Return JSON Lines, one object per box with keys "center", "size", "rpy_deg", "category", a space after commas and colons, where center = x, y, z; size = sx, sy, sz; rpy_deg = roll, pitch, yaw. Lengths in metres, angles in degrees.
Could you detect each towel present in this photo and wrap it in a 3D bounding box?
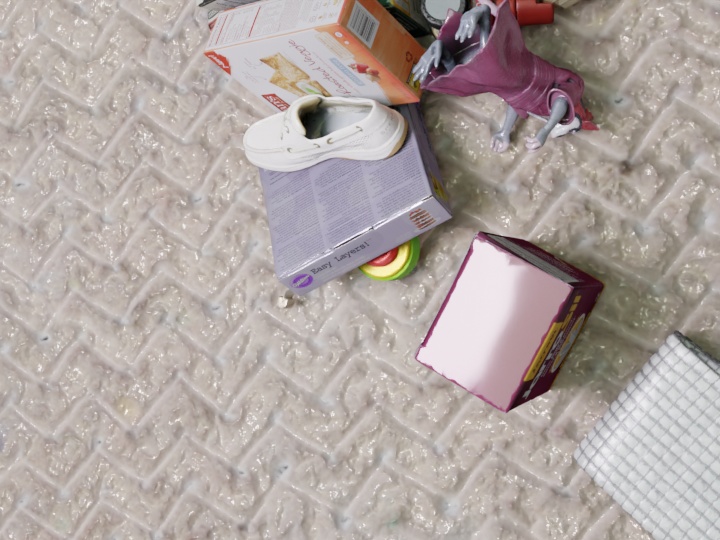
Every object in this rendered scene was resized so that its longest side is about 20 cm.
{"center": [0.327, 0.180, 0.979], "size": [0.200, 0.086, 0.166], "rpy_deg": [41, 102, 18], "category": "towel"}

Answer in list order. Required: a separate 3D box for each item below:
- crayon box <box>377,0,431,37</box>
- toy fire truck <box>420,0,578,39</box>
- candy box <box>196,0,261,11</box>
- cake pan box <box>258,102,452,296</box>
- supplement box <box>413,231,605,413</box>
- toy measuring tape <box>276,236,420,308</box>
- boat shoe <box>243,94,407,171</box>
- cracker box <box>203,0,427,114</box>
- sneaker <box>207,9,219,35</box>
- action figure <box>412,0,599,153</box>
{"center": [0.021, -0.352, 1.078], "size": [0.051, 0.126, 0.201], "rpy_deg": [-7, 86, 21], "category": "crayon box"}
{"center": [0.161, -0.322, 1.035], "size": [0.199, 0.129, 0.177], "rpy_deg": [-1, 89, 10], "category": "toy fire truck"}
{"center": [-0.091, -0.356, 1.053], "size": [0.199, 0.061, 0.137], "rpy_deg": [-8, 86, 44], "category": "candy box"}
{"center": [-0.016, -0.091, 1.091], "size": [0.199, 0.052, 0.185], "rpy_deg": [-28, 49, 18], "category": "cake pan box"}
{"center": [0.148, 0.045, 0.985], "size": [0.103, 0.200, 0.131], "rpy_deg": [31, 101, 19], "category": "supplement box"}
{"center": [0.000, 0.000, 1.115], "size": [0.200, 0.074, 0.074], "rpy_deg": [-39, 76, 17], "category": "toy measuring tape"}
{"center": [-0.050, -0.151, 1.069], "size": [0.199, 0.069, 0.071], "rpy_deg": [-3, 62, 33], "category": "boat shoe"}
{"center": [-0.045, -0.219, 1.058], "size": [0.199, 0.134, 0.058], "rpy_deg": [1, 66, 43], "category": "cracker box"}
{"center": [-0.086, -0.274, 1.154], "size": [0.199, 0.078, 0.083], "rpy_deg": [16, 100, 30], "category": "sneaker"}
{"center": [0.156, -0.191, 1.013], "size": [0.134, 0.199, 0.150], "rpy_deg": [23, 95, 63], "category": "action figure"}
